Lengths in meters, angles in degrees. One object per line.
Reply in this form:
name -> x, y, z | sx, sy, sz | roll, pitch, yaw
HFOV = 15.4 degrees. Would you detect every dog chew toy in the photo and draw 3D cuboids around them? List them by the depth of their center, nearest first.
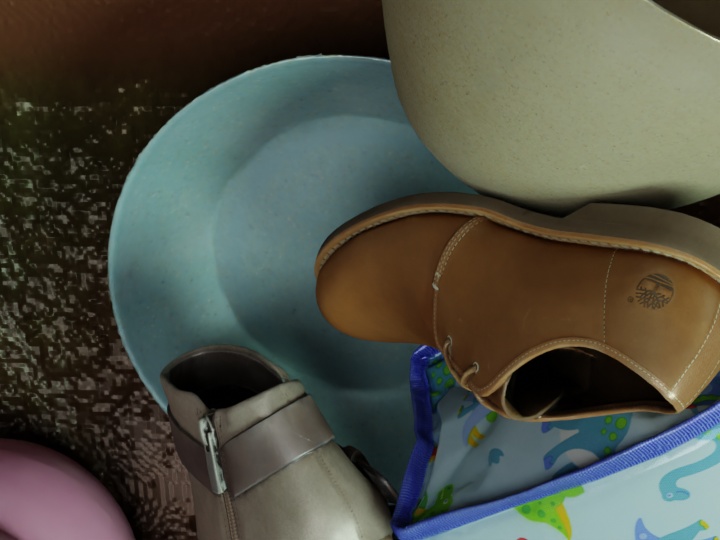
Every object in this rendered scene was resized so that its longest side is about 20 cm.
dog chew toy -> -0.163, 0.148, 1.076 | 0.124, 0.200, 0.125 | 4, 109, 10

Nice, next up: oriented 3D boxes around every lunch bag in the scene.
lunch bag -> 0.138, 0.082, 1.006 | 0.200, 0.128, 0.170 | -20, 129, 27

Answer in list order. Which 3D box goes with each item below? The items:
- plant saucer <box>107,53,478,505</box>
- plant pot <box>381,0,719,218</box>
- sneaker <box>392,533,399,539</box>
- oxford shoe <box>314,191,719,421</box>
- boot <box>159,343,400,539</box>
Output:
plant saucer -> 0.000, 0.000, 1.070 | 0.200, 0.039, 0.202 | 4, 117, 8
plant pot -> 0.085, -0.095, 0.956 | 0.200, 0.200, 0.135 | 34, 126, -1
sneaker -> 0.041, 0.197, 1.106 | 0.073, 0.082, 0.200 | -9, 117, 10
oxford shoe -> 0.047, 0.018, 0.953 | 0.200, 0.071, 0.071 | 1, 148, 48
boot -> -0.044, 0.101, 1.063 | 0.200, 0.070, 0.147 | -2, 113, 58
